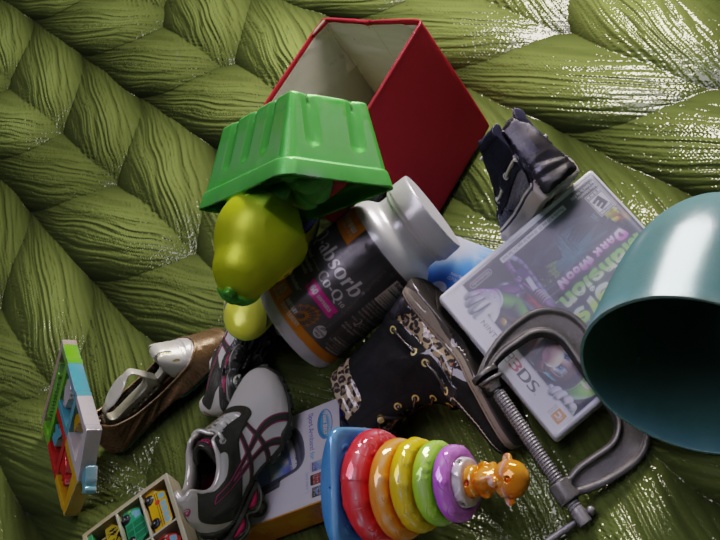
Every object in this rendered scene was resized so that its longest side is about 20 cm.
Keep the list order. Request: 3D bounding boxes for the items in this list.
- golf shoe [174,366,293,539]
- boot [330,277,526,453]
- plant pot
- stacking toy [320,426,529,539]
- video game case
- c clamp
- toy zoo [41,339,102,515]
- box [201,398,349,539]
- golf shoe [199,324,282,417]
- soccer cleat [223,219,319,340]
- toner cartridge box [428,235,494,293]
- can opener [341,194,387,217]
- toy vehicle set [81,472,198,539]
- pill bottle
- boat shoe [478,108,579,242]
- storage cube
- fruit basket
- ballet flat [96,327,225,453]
[{"bbox_3d":[-0.127,0.176,1.286,0.076,0.088,0.202,-9,49,31],"label":"golf shoe"},{"bbox_3d":[0.064,0.127,1.256,0.151,0.073,0.201,-44,68,22],"label":"boot"},{"bbox_3d":[0.304,0.033,1.078,0.198,0.202,0.162,-4,43,34],"label":"plant pot"},{"bbox_3d":[0.069,0.194,1.150,0.198,0.109,0.118,-12,74,35],"label":"stacking toy"},{"bbox_3d":[0.206,0.031,1.209,0.199,0.023,0.182,-39,69,-2],"label":"video game case"},{"bbox_3d":[0.172,0.138,1.151,0.169,0.027,0.202,-28,69,0],"label":"c clamp"},{"bbox_3d":[-0.342,0.195,1.492,0.201,0.020,0.132,59,136,49],"label":"toy zoo"},{"bbox_3d":[-0.076,0.215,1.318,0.198,0.042,0.120,-25,44,21],"label":"box"},{"bbox_3d":[-0.135,0.078,1.455,0.088,0.077,0.202,-23,37,41],"label":"golf shoe"},{"bbox_3d":[-0.101,-0.010,1.407,0.064,0.084,0.201,23,51,5],"label":"soccer cleat"},{"bbox_3d":[0.112,0.022,1.337,0.199,0.043,0.095,23,70,46],"label":"toner cartridge box"},{"bbox_3d":[-0.020,-0.029,1.414,0.200,0.063,0.079,-51,48,43],"label":"can opener"},{"bbox_3d":[-0.227,0.327,1.344,0.124,0.027,0.201,-37,41,5],"label":"toy vehicle set"},{"bbox_3d":[0.000,0.000,1.322,0.199,0.116,0.117,-40,41,9],"label":"pill bottle"},{"bbox_3d":[0.160,-0.097,1.284,0.074,0.200,0.093,-37,81,-15],"label":"boat shoe"},{"bbox_3d":[0.012,-0.166,1.468,0.170,0.180,0.201,12,63,44],"label":"storage cube"},{"bbox_3d":[-0.078,-0.062,1.275,0.215,0.154,0.219,-13,74,58],"label":"fruit basket"},{"bbox_3d":[-0.246,0.131,1.492,0.200,0.072,0.068,-42,42,-1],"label":"ballet flat"}]
